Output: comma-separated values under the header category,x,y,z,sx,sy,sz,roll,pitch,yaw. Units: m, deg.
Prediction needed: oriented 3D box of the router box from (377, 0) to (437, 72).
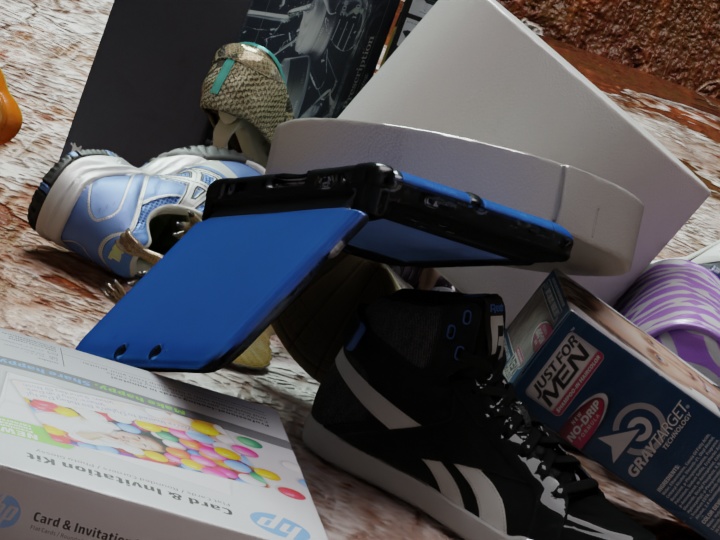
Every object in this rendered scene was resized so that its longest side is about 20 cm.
category,x,y,z,sx,sy,sz,roll,pitch,yaw
router box,0.030,-0.109,2.001,0.052,0.158,0.200,20,-1,-1

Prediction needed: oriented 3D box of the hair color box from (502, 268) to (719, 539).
category,x,y,z,sx,sy,sz,roll,pitch,yaw
hair color box,0.168,0.088,1.547,0.200,0.061,0.100,35,9,-9

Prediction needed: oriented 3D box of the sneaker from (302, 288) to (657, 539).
category,x,y,z,sx,sy,sz,roll,pitch,yaw
sneaker,0.069,0.073,1.445,0.200,0.112,0.073,24,15,22

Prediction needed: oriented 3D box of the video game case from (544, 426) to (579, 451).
category,x,y,z,sx,sy,sz,roll,pitch,yaw
video game case,0.157,0.084,1.756,0.200,0.026,0.181,19,12,0

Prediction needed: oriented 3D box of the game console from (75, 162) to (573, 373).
category,x,y,z,sx,sy,sz,roll,pitch,yaw
game console,-0.021,0.014,1.436,0.170,0.119,0.200,18,-8,-25

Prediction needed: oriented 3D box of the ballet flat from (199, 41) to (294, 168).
category,x,y,z,sx,sy,sz,roll,pitch,yaw
ballet flat,-0.063,-0.057,1.852,0.068,0.075,0.200,14,-33,29

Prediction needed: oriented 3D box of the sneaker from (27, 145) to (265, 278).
category,x,y,z,sx,sy,sz,roll,pitch,yaw
sneaker,-0.109,-0.025,1.725,0.077,0.076,0.200,38,26,26

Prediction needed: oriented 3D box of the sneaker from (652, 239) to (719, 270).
category,x,y,z,sx,sy,sz,roll,pitch,yaw
sneaker,0.243,0.015,1.904,0.129,0.080,0.199,-15,-6,5

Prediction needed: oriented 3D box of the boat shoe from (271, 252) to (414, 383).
category,x,y,z,sx,sy,sz,roll,pitch,yaw
boat shoe,0.021,0.050,1.572,0.200,0.073,0.065,46,6,28

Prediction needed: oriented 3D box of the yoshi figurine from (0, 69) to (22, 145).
category,x,y,z,sx,sy,sz,roll,pitch,yaw
yoshi figurine,-0.278,-0.087,1.639,0.112,0.113,0.200,7,10,17

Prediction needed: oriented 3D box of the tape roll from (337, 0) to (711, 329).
category,x,y,z,sx,sy,sz,roll,pitch,yaw
tape roll,0.091,-0.061,1.745,0.203,0.139,0.203,40,6,-5

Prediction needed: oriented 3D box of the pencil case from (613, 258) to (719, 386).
category,x,y,z,sx,sy,sz,roll,pitch,yaw
pencil case,0.187,0.051,1.711,0.086,0.084,0.200,50,12,-5

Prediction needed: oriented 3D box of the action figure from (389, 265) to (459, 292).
category,x,y,z,sx,sy,sz,roll,pitch,yaw
action figure,0.000,0.000,1.782,0.130,0.070,0.200,16,3,14

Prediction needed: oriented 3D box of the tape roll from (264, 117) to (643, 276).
category,x,y,z,sx,sy,sz,roll,pitch,yaw
tape roll,0.048,-0.037,1.537,0.202,0.037,0.203,12,-7,2

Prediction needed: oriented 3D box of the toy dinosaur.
category,x,y,z,sx,sy,sz,roll,pitch,yaw
toy dinosaur,-0.079,0.021,1.625,0.101,0.058,0.200,44,27,27

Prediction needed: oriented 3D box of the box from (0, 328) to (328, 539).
category,x,y,z,sx,sy,sz,roll,pitch,yaw
box,-0.102,0.087,1.279,0.156,0.041,0.200,17,13,-13

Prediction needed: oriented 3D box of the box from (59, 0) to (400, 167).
category,x,y,z,sx,sy,sz,roll,pitch,yaw
box,-0.080,-0.138,1.936,0.104,0.200,0.182,27,14,29
